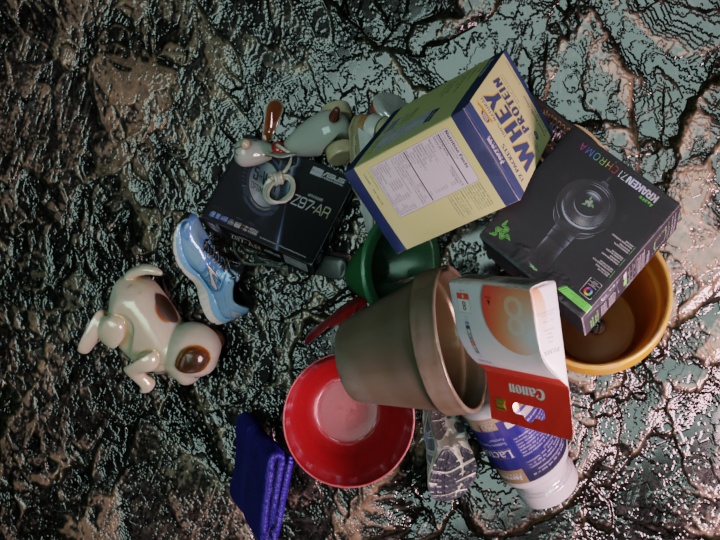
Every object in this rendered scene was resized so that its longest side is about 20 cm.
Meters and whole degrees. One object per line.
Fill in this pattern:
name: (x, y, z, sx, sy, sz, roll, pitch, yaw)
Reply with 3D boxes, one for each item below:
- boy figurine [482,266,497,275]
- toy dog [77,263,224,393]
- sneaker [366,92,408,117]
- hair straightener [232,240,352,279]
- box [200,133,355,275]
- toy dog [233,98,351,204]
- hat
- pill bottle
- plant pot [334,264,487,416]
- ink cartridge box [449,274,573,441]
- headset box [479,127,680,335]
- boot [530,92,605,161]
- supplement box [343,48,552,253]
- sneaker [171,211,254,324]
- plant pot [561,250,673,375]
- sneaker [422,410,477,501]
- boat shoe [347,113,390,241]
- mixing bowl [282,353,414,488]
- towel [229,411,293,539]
boy figurine: (0.221, 0.100, 1.346, 0.123, 0.064, 0.202, -30, 84, 3)
toy dog: (-0.317, 0.102, 1.443, 0.198, 0.140, 0.196, 32, 102, 3)
sneaker: (0.084, -0.184, 1.374, 0.200, 0.077, 0.082, 45, 134, 0)
hair straightener: (-0.114, -0.020, 1.411, 0.197, 0.077, 0.042, 14, 106, 12)
box: (-0.126, -0.105, 1.395, 0.198, 0.044, 0.162, 24, 71, 11)
toy dog: (-0.094, -0.205, 1.358, 0.198, 0.097, 0.133, -32, 70, -10)
hat: (0.000, 0.000, 1.389, 0.175, 0.200, 0.167, 1, 123, 47)
pill bottle: (0.233, 0.241, 1.298, 0.115, 0.116, 0.201, -28, 110, 13)
plant pot: (0.063, 0.108, 1.238, 0.171, 0.199, 0.203, -12, 90, 24)
ink cartridge box: (0.187, 0.109, 1.128, 0.050, 0.161, 0.204, -11, 98, -31)
headset box: (0.273, -0.044, 1.139, 0.174, 0.093, 0.200, 42, 89, 24)
boot: (0.274, -0.195, 1.281, 0.199, 0.138, 0.078, 35, 100, 9)
supplement box: (0.120, -0.158, 1.184, 0.198, 0.201, 0.135, -23, 111, 37)
sneaker: (-0.225, -0.010, 1.409, 0.089, 0.079, 0.202, -10, 124, 22)
plant pot: (0.326, 0.055, 1.243, 0.197, 0.183, 0.204, -5, 71, 15)
sneaker: (0.132, 0.260, 1.376, 0.076, 0.087, 0.203, -5, 113, -10)
boat shoe: (0.019, -0.143, 1.358, 0.068, 0.075, 0.203, 18, 125, 27)
mixing bowl: (-0.020, 0.223, 1.374, 0.196, 0.108, 0.204, 0, 88, -3)
towel: (-0.155, 0.320, 1.388, 0.049, 0.200, 0.150, 3, 98, -22)
